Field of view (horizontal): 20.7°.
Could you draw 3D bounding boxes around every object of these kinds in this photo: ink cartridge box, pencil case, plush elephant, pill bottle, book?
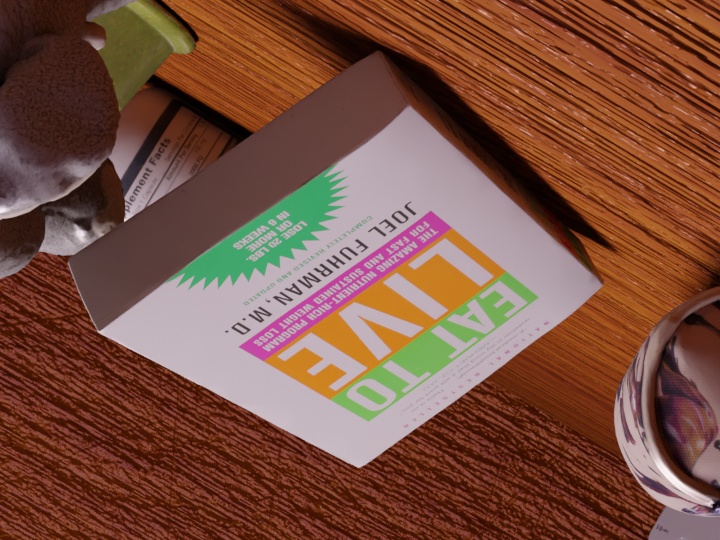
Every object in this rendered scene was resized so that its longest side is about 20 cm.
[{"bbox_3d":[0.509,0.391,2.718,0.144,0.085,0.200,27,177,40],"label":"ink cartridge box"},{"bbox_3d":[0.141,0.056,0.738,0.089,0.078,0.200,45,179,8],"label":"pencil case"},{"bbox_3d":[-0.127,-0.080,0.616,0.155,0.165,0.200,-18,-178,37],"label":"plush elephant"},{"bbox_3d":[-0.119,-0.044,1.229,0.200,0.120,0.120,31,177,-4],"label":"pill bottle"},{"bbox_3d":[0.000,0.000,0.740,0.200,0.133,0.048,34,-154,-58],"label":"book"}]

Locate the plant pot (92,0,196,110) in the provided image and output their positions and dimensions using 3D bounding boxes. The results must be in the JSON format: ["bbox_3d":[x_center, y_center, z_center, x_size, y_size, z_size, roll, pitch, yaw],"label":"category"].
[{"bbox_3d":[-0.208,-0.074,0.896,0.200,0.190,0.200,30,178,1],"label":"plant pot"}]
